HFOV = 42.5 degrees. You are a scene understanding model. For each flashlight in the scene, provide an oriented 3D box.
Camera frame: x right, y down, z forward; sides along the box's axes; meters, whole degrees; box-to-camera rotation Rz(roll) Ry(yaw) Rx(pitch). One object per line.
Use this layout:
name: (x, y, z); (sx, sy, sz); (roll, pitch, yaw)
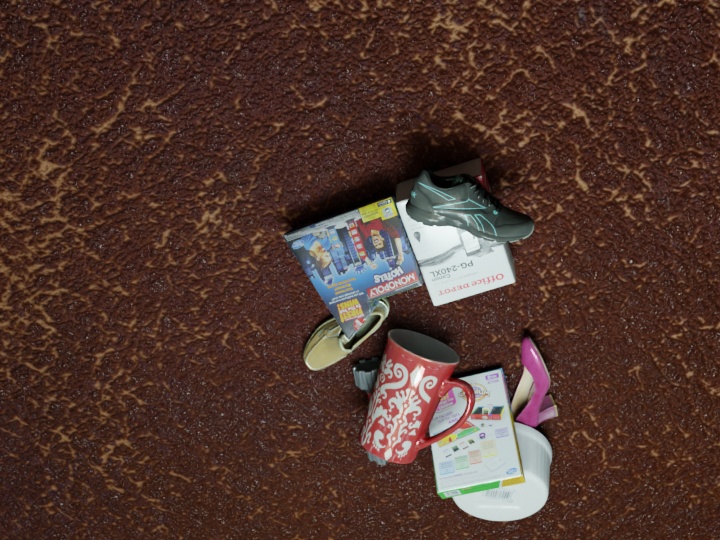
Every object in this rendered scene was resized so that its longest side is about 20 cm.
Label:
flashlight: (0.027, 0.258, 1.704); (0.068, 0.067, 0.202); (14, 127, 45)

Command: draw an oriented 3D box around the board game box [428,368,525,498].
board game box: (0.197, 0.285, 1.632); (0.151, 0.202, 0.040); (-13, 149, 12)

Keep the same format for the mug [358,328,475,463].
mug: (0.088, 0.229, 1.591); (0.132, 0.177, 0.202); (10, 107, -37)

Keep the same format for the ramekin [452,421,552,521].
ramekin: (0.254, 0.374, 1.703); (0.198, 0.098, 0.202); (4, 134, 4)

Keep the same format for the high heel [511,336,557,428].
high heel: (0.288, 0.205, 1.652); (0.095, 0.068, 0.201); (-19, 130, 3)

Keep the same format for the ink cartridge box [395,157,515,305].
ink cartridge box: (0.157, -0.059, 1.502); (0.144, 0.084, 0.202); (-17, 115, 13)

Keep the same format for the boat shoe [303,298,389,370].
boat shoe: (-0.031, 0.117, 1.619); (0.071, 0.076, 0.200); (37, 116, -16)

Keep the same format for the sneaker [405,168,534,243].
sneaker: (0.169, -0.097, 1.392); (0.198, 0.076, 0.080); (12, 115, -2)

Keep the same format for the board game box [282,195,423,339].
board game box: (0.000, 0.000, 1.519); (0.198, 0.062, 0.202); (-17, 98, 19)
